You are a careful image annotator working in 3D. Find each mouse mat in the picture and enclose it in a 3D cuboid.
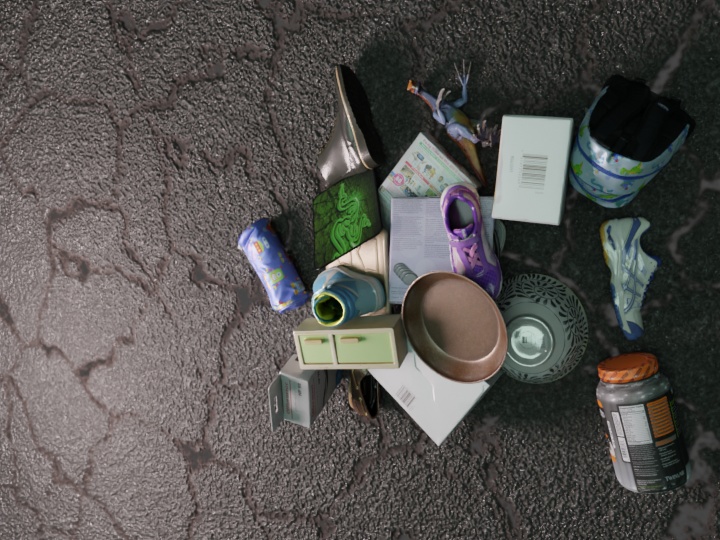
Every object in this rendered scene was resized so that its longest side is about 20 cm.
[{"bbox_3d":[-0.030,-0.108,1.152,0.158,0.008,0.204,-29,45,24],"label":"mouse mat"}]

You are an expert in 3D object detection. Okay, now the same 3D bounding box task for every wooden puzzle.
[{"bbox_3d":[0.000,0.000,1.173,0.197,0.045,0.192,17,116,48],"label":"wooden puzzle"}]

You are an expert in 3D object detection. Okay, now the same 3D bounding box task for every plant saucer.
[{"bbox_3d":[0.160,0.090,1.007,0.196,0.036,0.207,19,123,31],"label":"plant saucer"}]

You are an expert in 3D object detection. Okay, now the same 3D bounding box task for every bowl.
[{"bbox_3d":[0.302,0.116,1.074,0.194,0.094,0.208,4,101,22],"label":"bowl"}]

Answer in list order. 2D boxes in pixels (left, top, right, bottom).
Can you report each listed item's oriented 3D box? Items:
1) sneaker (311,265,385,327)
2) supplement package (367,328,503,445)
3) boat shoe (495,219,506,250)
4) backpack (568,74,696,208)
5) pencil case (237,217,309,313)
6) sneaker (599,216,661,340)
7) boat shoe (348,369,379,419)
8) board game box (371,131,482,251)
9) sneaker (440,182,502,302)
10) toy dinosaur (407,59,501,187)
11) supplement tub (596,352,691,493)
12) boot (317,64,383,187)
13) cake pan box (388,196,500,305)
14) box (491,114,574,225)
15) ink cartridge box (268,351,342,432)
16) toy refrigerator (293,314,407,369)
[{"bbox_3d":[-0.059,0.047,1.123,0.197,0.128,0.082,4,109,51],"label":"sneaker"},{"bbox_3d":[0.137,0.187,1.134,0.200,0.110,0.157,44,112,18],"label":"supplement package"},{"bbox_3d":[0.195,-0.007,1.111,0.070,0.071,0.203,40,111,12],"label":"boat shoe"},{"bbox_3d":[0.404,-0.194,0.928,0.161,0.200,0.156,34,129,12],"label":"backpack"},{"bbox_3d":[-0.185,-0.007,1.266,0.085,0.078,0.204,-30,85,-6],"label":"pencil case"},{"bbox_3d":[0.458,0.013,1.003,0.085,0.075,0.207,-11,95,23],"label":"sneaker"},{"bbox_3d":[0.010,0.196,1.211,0.070,0.069,0.207,19,120,59],"label":"boat shoe"},{"bbox_3d":[0.110,-0.130,1.134,0.148,0.064,0.201,44,113,10],"label":"board game box"},{"bbox_3d":[0.176,-0.043,0.983,0.078,0.088,0.207,-16,91,12],"label":"sneaker"},{"bbox_3d":[0.154,-0.269,1.085,0.179,0.103,0.206,29,122,37],"label":"toy dinosaur"},{"bbox_3d":[0.469,0.251,1.010,0.119,0.122,0.207,-14,92,23],"label":"supplement tub"},{"bbox_3d":[-0.047,-0.277,1.176,0.136,0.076,0.207,-20,82,36],"label":"boot"},{"bbox_3d":[0.147,-0.034,1.061,0.193,0.052,0.191,1,95,16],"label":"cake pan box"},{"bbox_3d":[0.285,-0.165,0.980,0.103,0.199,0.158,8,101,19],"label":"box"},{"bbox_3d":[-0.103,0.220,1.189,0.065,0.201,0.119,11,123,19],"label":"ink cartridge box"},{"bbox_3d":[-0.019,0.131,1.092,0.193,0.070,0.079,-3,107,22],"label":"toy refrigerator"}]
